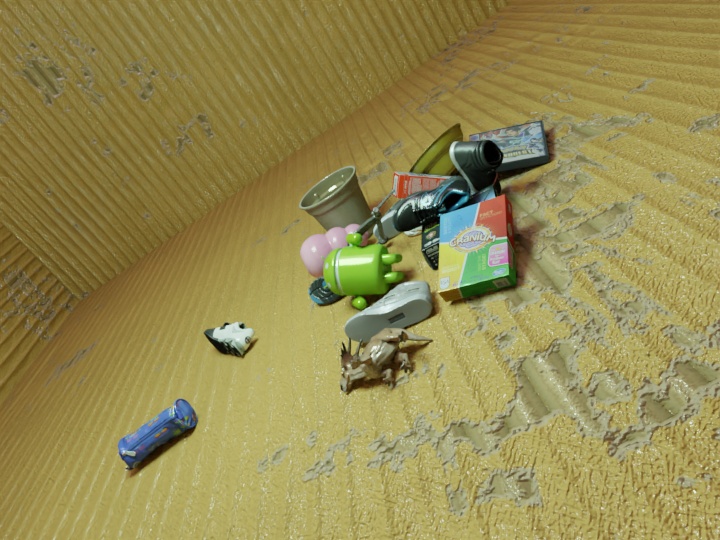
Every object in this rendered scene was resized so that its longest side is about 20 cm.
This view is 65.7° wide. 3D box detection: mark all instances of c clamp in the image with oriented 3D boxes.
[{"bbox_3d":[0.035,-0.094,1.442,0.171,0.201,0.027,-42,67,-16],"label":"c clamp"}]

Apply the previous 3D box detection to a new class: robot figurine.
[{"bbox_3d":[0.000,0.000,1.323,0.197,0.178,0.116,-3,5,20],"label":"robot figurine"}]

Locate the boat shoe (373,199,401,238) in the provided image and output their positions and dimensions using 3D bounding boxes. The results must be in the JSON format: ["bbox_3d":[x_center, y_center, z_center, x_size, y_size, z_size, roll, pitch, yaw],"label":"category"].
[{"bbox_3d":[0.116,-0.162,1.533,0.199,0.069,0.057,-37,37,9],"label":"boat shoe"}]

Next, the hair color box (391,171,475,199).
[{"bbox_3d":[0.184,-0.209,1.404,0.197,0.065,0.111,5,13,-5],"label":"hair color box"}]

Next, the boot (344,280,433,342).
[{"bbox_3d":[0.062,0.085,1.192,0.198,0.074,0.096,-19,22,15],"label":"boot"}]

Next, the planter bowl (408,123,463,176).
[{"bbox_3d":[0.223,-0.291,1.498,0.200,0.084,0.201,-43,-8,-7],"label":"planter bowl"}]

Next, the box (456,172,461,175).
[{"bbox_3d":[0.269,-0.317,1.628,0.064,0.070,0.199,-45,25,-28],"label":"box"}]

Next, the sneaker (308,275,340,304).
[{"bbox_3d":[-0.046,0.027,1.453,0.198,0.074,0.082,-27,-1,24],"label":"sneaker"}]

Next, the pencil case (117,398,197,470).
[{"bbox_3d":[-0.493,0.394,1.345,0.199,0.078,0.087,-35,-5,3],"label":"pencil case"}]

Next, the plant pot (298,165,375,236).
[{"bbox_3d":[-0.051,-0.176,1.660,0.199,0.184,0.201,-29,25,15],"label":"plant pot"}]

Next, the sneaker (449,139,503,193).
[{"bbox_3d":[0.299,-0.232,1.298,0.098,0.199,0.071,5,66,48],"label":"sneaker"}]

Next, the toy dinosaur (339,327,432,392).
[{"bbox_3d":[0.033,0.156,1.078,0.199,0.086,0.135,-34,17,-8],"label":"toy dinosaur"}]

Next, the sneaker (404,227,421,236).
[{"bbox_3d":[0.170,-0.147,1.426,0.198,0.092,0.076,-10,35,45],"label":"sneaker"}]

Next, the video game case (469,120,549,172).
[{"bbox_3d":[0.381,-0.319,1.451,0.197,0.026,0.182,-8,40,19],"label":"video game case"}]

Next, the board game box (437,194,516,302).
[{"bbox_3d":[0.234,-0.046,1.135,0.152,0.040,0.202,-17,49,30],"label":"board game box"}]

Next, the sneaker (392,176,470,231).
[{"bbox_3d":[0.162,-0.149,1.291,0.199,0.074,0.082,-31,24,12],"label":"sneaker"}]

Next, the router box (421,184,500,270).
[{"bbox_3d":[0.238,-0.101,1.288,0.198,0.062,0.150,-26,24,21],"label":"router box"}]

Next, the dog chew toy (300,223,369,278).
[{"bbox_3d":[-0.068,-0.063,1.569,0.198,0.126,0.125,-28,24,-1],"label":"dog chew toy"}]

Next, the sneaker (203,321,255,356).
[{"bbox_3d":[-0.365,0.184,1.572,0.198,0.075,0.089,7,47,44],"label":"sneaker"}]
